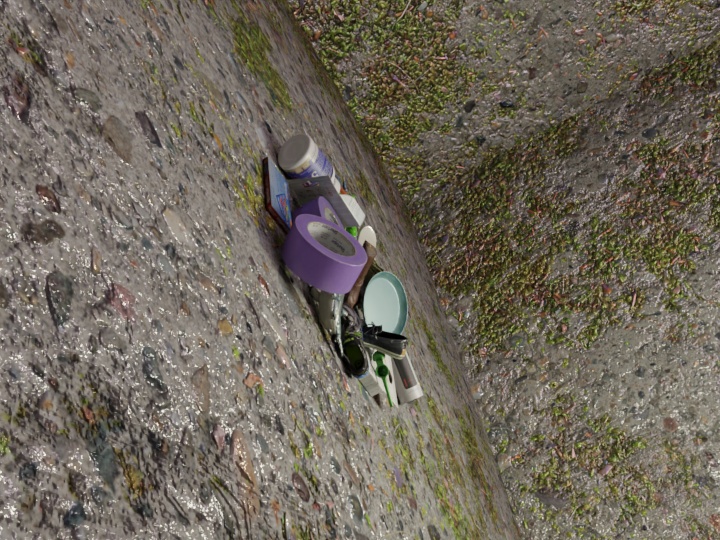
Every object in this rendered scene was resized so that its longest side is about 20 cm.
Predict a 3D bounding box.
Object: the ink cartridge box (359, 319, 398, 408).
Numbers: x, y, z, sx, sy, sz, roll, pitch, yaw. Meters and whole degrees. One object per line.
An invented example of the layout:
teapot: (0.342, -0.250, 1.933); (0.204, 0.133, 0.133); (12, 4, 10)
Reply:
ink cartridge box: (0.038, 0.265, 1.712); (0.178, 0.044, 0.202); (56, 16, -34)

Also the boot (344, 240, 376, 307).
boot: (0.000, 0.000, 1.724); (0.063, 0.205, 0.187); (20, 20, -2)

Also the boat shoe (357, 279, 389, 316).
boat shoe: (0.008, 0.087, 1.871); (0.201, 0.070, 0.070); (49, 24, 20)

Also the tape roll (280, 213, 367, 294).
tape roll: (-0.086, -0.041, 1.462); (0.196, 0.086, 0.201); (28, 24, -13)

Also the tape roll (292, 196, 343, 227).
tape roll: (-0.100, -0.091, 1.676); (0.203, 0.083, 0.202); (60, 14, -26)

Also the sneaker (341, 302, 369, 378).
sneaker: (-0.024, 0.170, 1.554); (0.083, 0.069, 0.205); (81, -9, -76)

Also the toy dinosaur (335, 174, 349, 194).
toy dinosaur: (-0.082, -0.244, 1.985); (0.182, 0.105, 0.200); (46, 9, -11)

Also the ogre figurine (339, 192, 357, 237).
ogre figurine: (-0.065, -0.183, 1.910); (0.121, 0.095, 0.205); (112, -34, -56)

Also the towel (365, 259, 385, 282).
towel: (0.036, 0.033, 1.913); (0.149, 0.036, 0.203); (49, -25, 33)

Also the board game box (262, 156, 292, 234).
board game box: (-0.213, -0.194, 1.576); (0.103, 0.019, 0.203); (52, 18, -43)

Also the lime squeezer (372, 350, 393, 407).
lime squeezer: (0.054, 0.262, 1.642); (0.072, 0.037, 0.203); (93, -12, -45)

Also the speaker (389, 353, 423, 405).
speaker: (0.124, 0.311, 1.916); (0.205, 0.079, 0.081); (69, 13, 12)

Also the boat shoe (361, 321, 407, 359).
boat shoe: (0.036, 0.171, 1.638); (0.195, 0.064, 0.075); (22, 16, -3)

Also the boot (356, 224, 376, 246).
boot: (0.008, -0.069, 2.060); (0.090, 0.071, 0.205); (43, -35, 53)

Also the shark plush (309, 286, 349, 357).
shark plush: (-0.053, 0.104, 1.502); (0.082, 0.090, 0.206); (1, 68, -44)

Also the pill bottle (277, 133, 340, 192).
pill bottle: (-0.143, -0.289, 1.797); (0.200, 0.118, 0.122); (47, 22, -47)

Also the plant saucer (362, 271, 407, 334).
plant saucer: (0.067, 0.107, 1.783); (0.197, 0.027, 0.207); (8, 79, -48)

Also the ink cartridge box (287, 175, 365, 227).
ink cartridge box: (-0.098, -0.205, 1.764); (0.202, 0.156, 0.048); (56, 48, -39)
